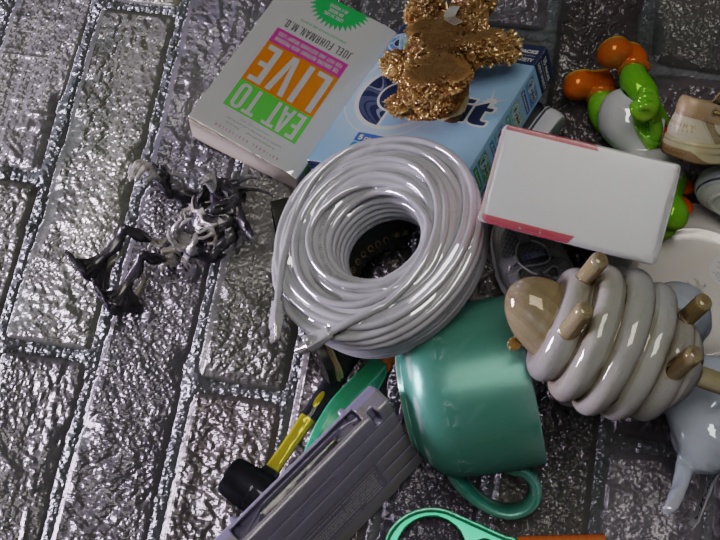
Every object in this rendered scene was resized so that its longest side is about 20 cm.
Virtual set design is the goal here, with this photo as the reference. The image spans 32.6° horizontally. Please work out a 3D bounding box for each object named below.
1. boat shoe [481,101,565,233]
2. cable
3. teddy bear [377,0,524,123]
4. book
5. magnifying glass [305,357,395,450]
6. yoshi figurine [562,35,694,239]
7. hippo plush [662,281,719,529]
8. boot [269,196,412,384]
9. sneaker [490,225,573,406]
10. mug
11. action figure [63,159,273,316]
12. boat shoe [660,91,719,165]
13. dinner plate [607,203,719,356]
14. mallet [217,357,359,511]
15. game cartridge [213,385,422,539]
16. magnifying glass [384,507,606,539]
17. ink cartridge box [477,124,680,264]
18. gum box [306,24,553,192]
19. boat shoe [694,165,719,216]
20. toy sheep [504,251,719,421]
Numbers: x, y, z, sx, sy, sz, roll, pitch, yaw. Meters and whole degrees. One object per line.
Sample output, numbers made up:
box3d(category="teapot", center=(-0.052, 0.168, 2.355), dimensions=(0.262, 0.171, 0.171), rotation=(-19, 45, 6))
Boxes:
box3d(category="boat shoe", center=(0.124, -0.096, 1.215), dimensions=(0.068, 0.072, 0.200), rotation=(32, 71, 15))
box3d(category="cable", center=(0.018, -0.021, 1.075), dimensions=(0.200, 0.069, 0.200), rotation=(-14, 58, 19))
box3d(category="teddy bear", center=(0.083, -0.207, 1.189), dimensions=(0.145, 0.067, 0.200), rotation=(-15, 40, 2))
box3d(category="book", center=(-0.069, -0.197, 1.288), dimensions=(0.133, 0.048, 0.200), rotation=(28, 71, 10))
box3d(category="magnifying glass", center=(0.008, 0.105, 1.143), dimensions=(0.022, 0.080, 0.200), rotation=(25, 62, 17))
box3d(category="yoshi figurine", center=(0.253, -0.124, 1.196), dimensions=(0.112, 0.112, 0.200), rotation=(-20, 65, 11))
box3d(category="hippo plush", center=(0.296, 0.103, 1.099), dimensions=(0.161, 0.159, 0.200), rotation=(38, 93, 36))
box3d(category="boot", center=(0.000, 0.000, 1.182), dimensions=(0.138, 0.078, 0.200), rotation=(-14, 64, -6))
box3d(category="sneaker", center=(0.182, 0.024, 1.157), dimensions=(0.075, 0.082, 0.200), rotation=(-21, 68, -4))
box3d(category="mug", center=(0.097, 0.121, 1.088), dimensions=(0.114, 0.152, 0.185), rotation=(-11, 65, 6))
box3d(category="action figure", center=(-0.184, -0.044, 1.203), dimensions=(0.200, 0.102, 0.119), rotation=(-38, 57, -8))
box3d(category="boat shoe", center=(0.364, -0.140, 1.166), dimensions=(0.200, 0.065, 0.071), rotation=(-10, 26, -43))
box3d(category="dinner plate", center=(0.320, 0.023, 1.180), dimensions=(0.200, 0.024, 0.201), rotation=(-1, 68, 3))
box3d(category="mallet", center=(-0.062, 0.141, 1.159), dimensions=(0.066, 0.041, 0.200), rotation=(22, 67, 15))
box3d(category="game cartridge", center=(-0.037, 0.204, 1.079), dimensions=(0.200, 0.130, 0.038), rotation=(-44, 58, -13))
box3d(category="magnifying glass", center=(0.120, 0.252, 1.106), dimensions=(0.200, 0.022, 0.080), rotation=(-2, 68, 3))
box3d(category="ink cartridge box", center=(0.188, -0.063, 1.053), dimensions=(0.145, 0.200, 0.084), rotation=(14, 94, 10))
box3d(category="gum box", center=(0.070, -0.151, 1.211), dimensions=(0.170, 0.045, 0.200), rotation=(15, 59, 31))
box3d(category="boat shoe", center=(0.407, -0.030, 1.159), dimensions=(0.202, 0.075, 0.086), rotation=(22, 60, -1))
box3d(category="toy sheep", center=(0.208, 0.058, 0.986), dimensions=(0.200, 0.138, 0.138), rotation=(25, 72, -1))
